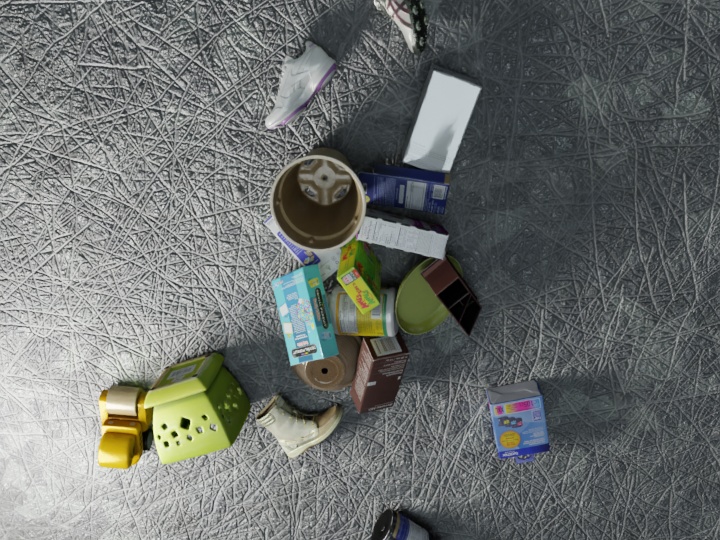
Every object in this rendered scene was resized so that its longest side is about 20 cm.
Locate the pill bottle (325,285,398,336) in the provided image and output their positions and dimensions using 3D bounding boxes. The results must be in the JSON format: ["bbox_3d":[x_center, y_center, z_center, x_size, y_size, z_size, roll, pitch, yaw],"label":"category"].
[{"bbox_3d":[-0.011,0.094,1.666,0.194,0.113,0.116,1,115,11],"label":"pill bottle"}]

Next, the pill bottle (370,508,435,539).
[{"bbox_3d":[0.135,0.751,1.961,0.198,0.113,0.113,34,112,-12],"label":"pill bottle"}]

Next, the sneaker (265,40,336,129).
[{"bbox_3d":[-0.140,-0.386,1.496,0.100,0.075,0.200,44,105,-2],"label":"sneaker"}]

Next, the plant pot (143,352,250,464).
[{"bbox_3d":[-0.405,0.326,1.754,0.195,0.200,0.186,-17,106,11],"label":"plant pot"}]

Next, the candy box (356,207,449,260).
[{"bbox_3d":[0.088,-0.083,1.571,0.194,0.137,0.063,14,101,-3],"label":"candy box"}]

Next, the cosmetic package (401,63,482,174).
[{"bbox_3d":[0.167,-0.314,1.500,0.110,0.082,0.204,18,113,-6],"label":"cosmetic package"}]

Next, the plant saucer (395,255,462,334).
[{"bbox_3d":[0.152,0.051,1.644,0.196,0.031,0.205,-21,127,-29],"label":"plant saucer"}]

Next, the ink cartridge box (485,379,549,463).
[{"bbox_3d":[0.401,0.390,1.808,0.132,0.077,0.205,-11,115,8],"label":"ink cartridge box"}]

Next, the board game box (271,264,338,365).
[{"bbox_3d":[-0.128,0.104,1.629,0.150,0.046,0.206,-19,83,53],"label":"board game box"}]

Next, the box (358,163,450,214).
[{"bbox_3d":[0.092,-0.177,1.549,0.194,0.033,0.122,8,153,3],"label":"box"}]

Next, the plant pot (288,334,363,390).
[{"bbox_3d":[-0.084,0.220,1.744,0.194,0.093,0.206,1,115,3],"label":"plant pot"}]

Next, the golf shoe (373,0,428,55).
[{"bbox_3d":[0.078,-0.527,1.423,0.086,0.077,0.205,-8,113,28],"label":"golf shoe"}]

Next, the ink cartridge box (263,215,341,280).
[{"bbox_3d":[-0.122,-0.074,1.643,0.099,0.039,0.201,-36,109,17],"label":"ink cartridge box"}]

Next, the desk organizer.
[{"bbox_3d":[0.217,0.060,1.616,0.071,0.078,0.200,-36,135,6],"label":"desk organizer"}]

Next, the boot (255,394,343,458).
[{"bbox_3d":[-0.156,0.374,1.829,0.198,0.072,0.155,-37,105,18],"label":"boot"}]

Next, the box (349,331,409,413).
[{"bbox_3d":[0.043,0.247,1.715,0.097,0.076,0.203,-8,137,-21],"label":"box"}]

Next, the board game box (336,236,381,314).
[{"bbox_3d":[0.000,0.000,1.581,0.047,0.201,0.102,-31,110,16],"label":"board game box"}]

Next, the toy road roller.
[{"bbox_3d":[-0.606,0.410,1.822,0.119,0.147,0.205,4,115,0],"label":"toy road roller"}]

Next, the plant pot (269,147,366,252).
[{"bbox_3d":[-0.082,-0.172,1.517,0.194,0.185,0.206,1,115,2],"label":"plant pot"}]
